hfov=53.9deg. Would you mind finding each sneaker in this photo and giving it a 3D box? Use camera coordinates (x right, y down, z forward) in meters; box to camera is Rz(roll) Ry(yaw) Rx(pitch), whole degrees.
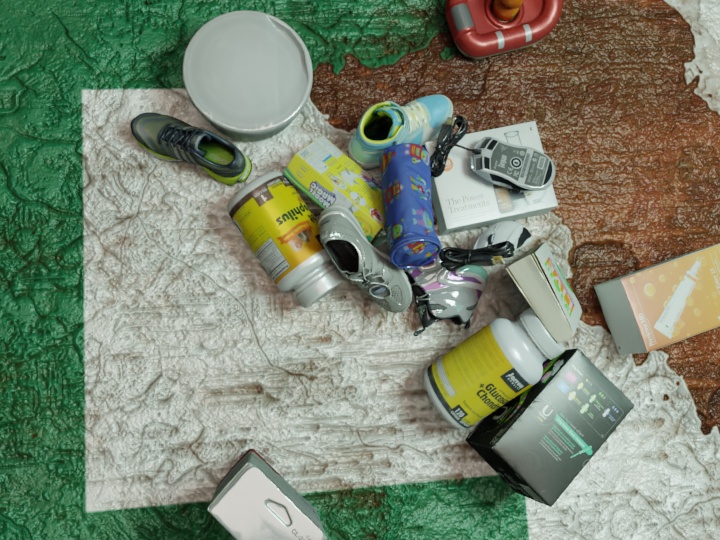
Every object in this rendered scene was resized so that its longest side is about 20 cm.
[{"bbox_3d":[0.000,0.000,1.058,0.074,0.082,0.200,-32,113,30],"label":"sneaker"},{"bbox_3d":[0.097,0.034,1.127,0.198,0.078,0.141,21,79,-3],"label":"sneaker"},{"bbox_3d":[-0.266,-0.203,1.113,0.198,0.081,0.075,19,79,-4],"label":"sneaker"},{"bbox_3d":[0.076,-0.240,1.138,0.199,0.131,0.080,-33,84,-11],"label":"sneaker"}]

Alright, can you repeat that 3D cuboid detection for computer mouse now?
[{"bbox_3d":[0.208,-0.046,1.101,0.109,0.200,0.044,-9,99,32],"label":"computer mouse"},{"bbox_3d":[0.214,-0.174,1.142,0.198,0.044,0.111,20,74,3],"label":"computer mouse"}]

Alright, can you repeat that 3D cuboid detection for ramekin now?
[{"bbox_3d":[-0.178,-0.301,1.133,0.200,0.094,0.205,1,81,-7],"label":"ramekin"}]

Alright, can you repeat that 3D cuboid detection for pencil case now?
[{"bbox_3d":[0.076,-0.100,1.071,0.086,0.078,0.202,24,48,-37],"label":"pencil case"}]

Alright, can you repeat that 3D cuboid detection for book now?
[{"bbox_3d":[0.294,0.030,1.099,0.048,0.200,0.134,-30,87,21],"label":"book"}]

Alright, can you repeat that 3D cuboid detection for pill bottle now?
[{"bbox_3d":[0.202,0.144,1.070,0.199,0.112,0.112,-38,87,17],"label":"pill bottle"},{"bbox_3d":[-0.111,-0.045,1.095,0.109,0.109,0.201,-34,87,-11],"label":"pill bottle"}]

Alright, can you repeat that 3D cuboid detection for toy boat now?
[{"bbox_3d":[0.249,-0.449,1.192,0.198,0.131,0.132,-17,84,-9],"label":"toy boat"}]

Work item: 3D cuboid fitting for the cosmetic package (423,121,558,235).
[{"bbox_3d":[0.214,-0.155,1.185,0.198,0.052,0.152,-13,80,-9],"label":"cosmetic package"}]

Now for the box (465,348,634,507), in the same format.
[{"bbox_3d":[0.286,0.234,1.085,0.124,0.149,0.200,44,78,1],"label":"box"}]

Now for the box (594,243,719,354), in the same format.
[{"bbox_3d":[0.513,0.048,1.168,0.198,0.097,0.126,-18,84,-9],"label":"box"}]

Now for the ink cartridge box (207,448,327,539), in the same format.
[{"bbox_3d":[-0.131,0.336,0.989,0.146,0.200,0.083,44,79,1],"label":"ink cartridge box"}]

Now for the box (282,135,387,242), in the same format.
[{"bbox_3d":[-0.015,-0.121,1.119,0.199,0.117,0.048,39,122,1],"label":"box"}]
